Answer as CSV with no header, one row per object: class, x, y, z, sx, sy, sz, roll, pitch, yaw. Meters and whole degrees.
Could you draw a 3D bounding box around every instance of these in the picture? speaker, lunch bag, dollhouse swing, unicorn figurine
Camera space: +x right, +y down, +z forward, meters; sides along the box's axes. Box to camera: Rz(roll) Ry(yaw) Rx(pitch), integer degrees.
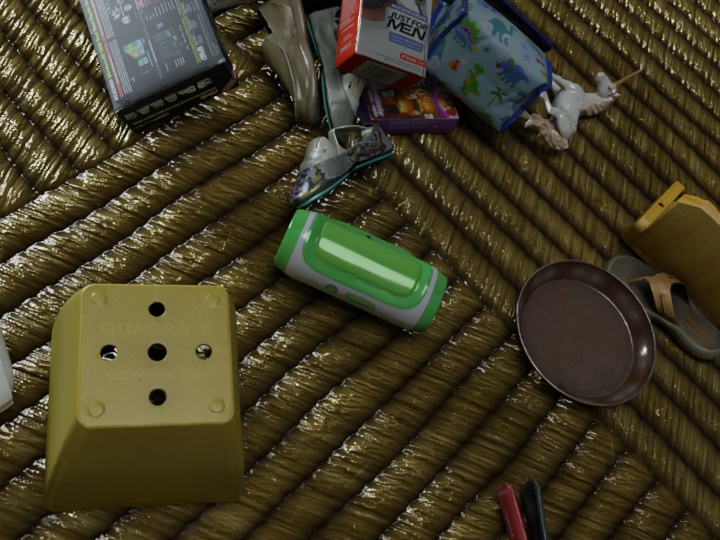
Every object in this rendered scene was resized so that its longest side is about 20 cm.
speaker,0.000,0.000,0.988,0.199,0.089,0.089,25,58,-5
lunch bag,0.182,-0.323,1.181,0.170,0.127,0.201,37,32,-16
dollhouse swing,0.497,-0.044,1.121,0.200,0.176,0.182,45,58,10
unicorn figurine,0.313,-0.257,1.241,0.137,0.074,0.201,35,72,-12

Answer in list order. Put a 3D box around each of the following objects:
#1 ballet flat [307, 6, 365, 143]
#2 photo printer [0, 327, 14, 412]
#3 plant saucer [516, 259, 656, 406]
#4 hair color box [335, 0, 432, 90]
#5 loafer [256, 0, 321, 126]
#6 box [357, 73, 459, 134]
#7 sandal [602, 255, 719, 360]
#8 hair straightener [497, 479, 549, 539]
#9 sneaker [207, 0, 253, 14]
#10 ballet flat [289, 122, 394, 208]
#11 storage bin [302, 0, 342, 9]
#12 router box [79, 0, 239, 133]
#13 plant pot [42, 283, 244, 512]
ballet flat,-0.026,-0.272,1.116,0.063,0.067,0.201,-15,72,12
photo printer,-0.442,0.075,0.809,0.165,0.070,0.201,-17,71,-26
plant saucer,0.288,0.083,1.068,0.199,0.035,0.202,8,62,-14
hair color box,0.036,-0.357,1.091,0.110,0.064,0.202,11,78,-28
loafer,-0.097,-0.283,1.112,0.067,0.076,0.201,-11,70,0
box,0.050,-0.289,1.181,0.136,0.039,0.201,-5,65,-22
sandal,0.423,0.043,1.124,0.200,0.054,0.080,39,58,4
hair straightener,0.215,0.332,0.911,0.076,0.041,0.201,-5,65,-21
sneaker,-0.172,-0.389,1.102,0.199,0.087,0.075,-19,113,-5
ballet flat,-0.033,-0.143,1.044,0.072,0.072,0.200,46,45,8
storage bin,-0.069,-0.497,1.192,0.093,0.135,0.201,-14,69,-25
router box,-0.256,-0.293,1.033,0.149,0.062,0.201,-23,70,2
plant pot,-0.206,0.113,0.806,0.198,0.177,0.201,1,64,-17
